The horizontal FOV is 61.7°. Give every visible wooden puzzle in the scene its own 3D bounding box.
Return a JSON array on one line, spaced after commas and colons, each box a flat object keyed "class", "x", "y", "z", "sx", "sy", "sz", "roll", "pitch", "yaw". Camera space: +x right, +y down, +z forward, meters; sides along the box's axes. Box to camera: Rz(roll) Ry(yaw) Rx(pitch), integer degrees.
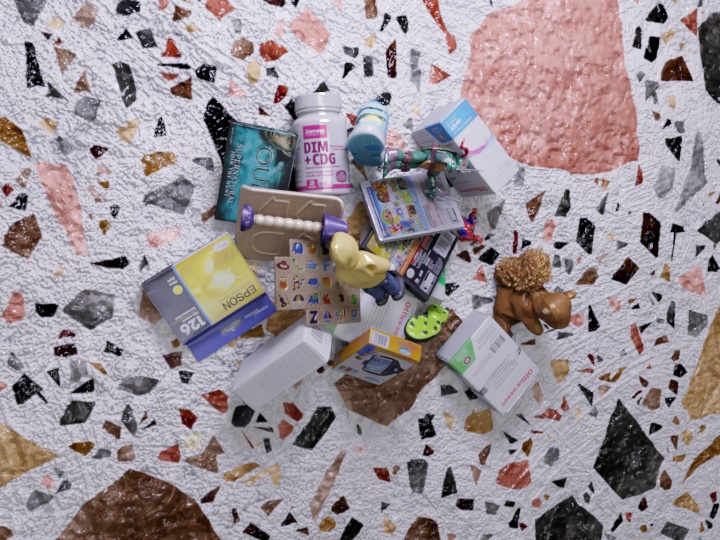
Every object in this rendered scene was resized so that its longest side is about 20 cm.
[{"class": "wooden puzzle", "x": -0.146, "y": -0.092, "z": 1.206, "sx": 0.199, "sy": 0.046, "sz": 0.185, "roll": 8, "pitch": 135, "yaw": -11}]

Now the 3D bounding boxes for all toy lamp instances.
[{"class": "toy lamp", "x": -0.123, "y": -0.088, "z": 1.140, "sx": 0.199, "sy": 0.058, "sz": 0.058, "roll": 9, "pitch": 92, "yaw": -9}]

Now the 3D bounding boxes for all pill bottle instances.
[{"class": "pill bottle", "x": -0.081, "y": -0.251, "z": 1.225, "sx": 0.113, "sy": 0.113, "sz": 0.201, "roll": -6, "pitch": 97, "yaw": -18}]

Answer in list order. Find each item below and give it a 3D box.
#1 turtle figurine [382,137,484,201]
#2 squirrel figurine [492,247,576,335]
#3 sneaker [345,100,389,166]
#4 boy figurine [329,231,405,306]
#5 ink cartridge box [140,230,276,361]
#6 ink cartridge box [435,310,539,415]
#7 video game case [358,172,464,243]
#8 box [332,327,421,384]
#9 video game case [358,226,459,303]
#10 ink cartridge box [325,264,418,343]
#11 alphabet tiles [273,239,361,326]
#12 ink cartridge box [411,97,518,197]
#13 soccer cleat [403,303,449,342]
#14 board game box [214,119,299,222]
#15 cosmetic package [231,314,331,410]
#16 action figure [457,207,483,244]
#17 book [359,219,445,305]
[{"class": "turtle figurine", "x": 0.146, "y": -0.211, "z": 1.231, "sx": 0.199, "sy": 0.150, "sz": 0.101, "roll": 7, "pitch": 66, "yaw": 3}, {"class": "squirrel figurine", "x": 0.394, "y": 0.053, "z": 1.375, "sx": 0.141, "sy": 0.187, "sz": 0.200, "roll": -24, "pitch": 102, "yaw": -15}, {"class": "sneaker", "x": 0.017, "y": -0.297, "z": 1.223, "sx": 0.079, "sy": 0.200, "sz": 0.131, "roll": 6, "pitch": 85, "yaw": 1}, {"class": "boy figurine", "x": 0.000, "y": 0.000, "z": 1.164, "sx": 0.200, "sy": 0.124, "sz": 0.065, "roll": 39, "pitch": 42, "yaw": -38}, {"class": "ink cartridge box", "x": -0.298, "y": 0.056, "z": 1.210, "sx": 0.197, "sy": 0.047, "sz": 0.200, "roll": -33, "pitch": 103, "yaw": -7}, {"class": "ink cartridge box", "x": 0.298, "y": 0.216, "z": 1.412, "sx": 0.146, "sy": 0.084, "sz": 0.200, "roll": -47, "pitch": 107, "yaw": -9}, {"class": "video game case", "x": 0.109, "y": -0.138, "z": 1.279, "sx": 0.200, "sy": 0.018, "sz": 0.143, "roll": -11, "pitch": 70, "yaw": -20}, {"class": "box", "x": 0.026, "y": 0.187, "z": 1.265, "sx": 0.119, "sy": 0.200, "sz": 0.042, "roll": 22, "pitch": 54, "yaw": -18}, {"class": "video game case", "x": 0.109, "y": -0.059, "z": 1.295, "sx": 0.181, "sy": 0.025, "sz": 0.200, "roll": 39, "pitch": 54, "yaw": -11}, {"class": "ink cartridge box", "x": 0.005, "y": 0.086, "z": 1.300, "sx": 0.200, "sy": 0.087, "sz": 0.146, "roll": 23, "pitch": 88, "yaw": -18}, {"class": "alphabet tiles", "x": -0.081, "y": 0.024, "z": 1.179, "sx": 0.200, "sy": 0.008, "sz": 0.168, "roll": 0, "pitch": 87, "yaw": -38}, {"class": "ink cartridge box", "x": 0.226, "y": -0.259, "z": 1.310, "sx": 0.085, "sy": 0.144, "sz": 0.200, "roll": -47, "pitch": 107, "yaw": -11}, {"class": "soccer cleat", "x": 0.139, "y": 0.128, "z": 1.303, "sx": 0.067, "sy": 0.200, "sz": 0.081, "roll": 33, "pitch": 113, "yaw": 15}, {"class": "board game box", "x": -0.206, "y": -0.185, "z": 1.192, "sx": 0.135, "sy": 0.028, "sz": 0.200, "roll": 8, "pitch": 116, "yaw": -16}, {"class": "cosmetic package", "x": -0.156, "y": 0.183, "z": 1.205, "sx": 0.200, "sy": 0.102, "sz": 0.074, "roll": -37, "pitch": 111, "yaw": 21}, {"class": "action figure", "x": 0.218, "y": -0.124, "z": 1.347, "sx": 0.200, "sy": 0.099, "sz": 0.065, "roll": 40, "pitch": 75, "yaw": -21}, {"class": "book", "x": 0.093, "y": -0.016, "z": 1.309, "sx": 0.200, "sy": 0.048, "sz": 0.134, "roll": 21, "pitch": 53, "yaw": -22}]
